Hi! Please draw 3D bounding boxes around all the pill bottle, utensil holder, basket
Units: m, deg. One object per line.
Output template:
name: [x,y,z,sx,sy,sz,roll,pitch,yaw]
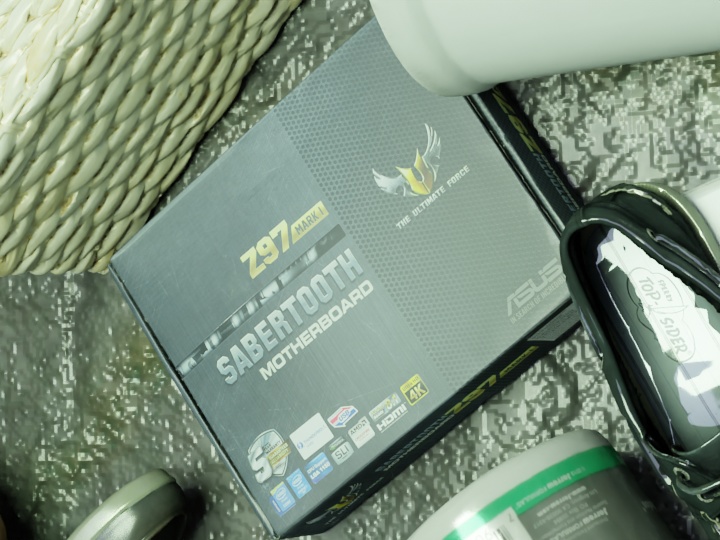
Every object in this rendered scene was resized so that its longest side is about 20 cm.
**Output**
pill bottle: [0.107,0.176,1.020,0.113,0.113,0.201,-40,72,21]
utensil holder: [0.116,-0.166,1.004,0.198,0.170,0.172,-5,86,24]
basket: [-0.155,-0.119,1.126,0.161,0.198,0.201,42,106,17]

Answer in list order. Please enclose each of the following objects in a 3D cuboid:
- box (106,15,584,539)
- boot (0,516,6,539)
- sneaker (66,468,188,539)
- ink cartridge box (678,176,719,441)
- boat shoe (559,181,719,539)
box: [0.000,0.000,1.122,0.200,0.051,0.158,-39,71,21]
boot: [-0.231,0.176,1.212,0.201,0.072,0.167,-60,30,16]
sneaker: [-0.105,0.195,1.166,0.106,0.075,0.201,35,114,20]
ink cartridge box: [0.228,0.008,0.985,0.199,0.084,0.145,-23,79,25]
boat shoe: [0.136,0.054,0.949,0.074,0.066,0.201,-31,76,25]
